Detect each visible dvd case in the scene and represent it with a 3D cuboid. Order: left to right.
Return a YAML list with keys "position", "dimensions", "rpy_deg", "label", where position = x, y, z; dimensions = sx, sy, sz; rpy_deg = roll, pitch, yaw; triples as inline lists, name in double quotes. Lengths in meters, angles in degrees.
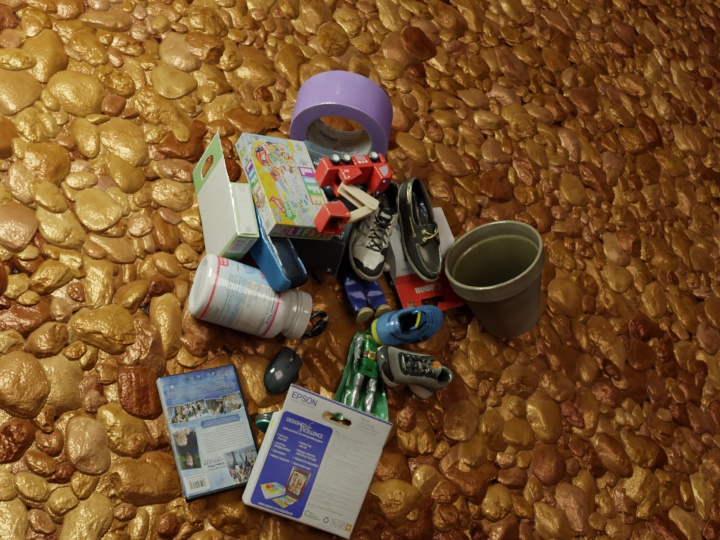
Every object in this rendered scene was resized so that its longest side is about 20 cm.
- position: [-0.242, 0.259, 1.454]
  dimensions: [0.140, 0.018, 0.204]
  rpy_deg: [-6, 68, -34]
  label: "dvd case"

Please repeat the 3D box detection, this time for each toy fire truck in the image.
- position: [-0.012, -0.139, 1.580]
  dimensions: [0.197, 0.049, 0.143]
  rpy_deg: [-9, 57, -38]
  label: "toy fire truck"

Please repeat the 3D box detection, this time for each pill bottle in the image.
- position: [-0.187, 0.051, 1.539]
  dimensions: [0.196, 0.109, 0.111]
  rpy_deg: [18, 57, -23]
  label: "pill bottle"

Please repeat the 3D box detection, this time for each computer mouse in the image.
- position: [-0.109, 0.139, 1.588]
  dimensions: [0.058, 0.034, 0.201]
  rpy_deg: [39, 52, -7]
  label: "computer mouse"

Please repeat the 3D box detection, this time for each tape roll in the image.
- position: [-0.036, -0.286, 1.749]
  dimensions: [0.197, 0.200, 0.087]
  rpy_deg: [22, 56, -19]
  label: "tape roll"

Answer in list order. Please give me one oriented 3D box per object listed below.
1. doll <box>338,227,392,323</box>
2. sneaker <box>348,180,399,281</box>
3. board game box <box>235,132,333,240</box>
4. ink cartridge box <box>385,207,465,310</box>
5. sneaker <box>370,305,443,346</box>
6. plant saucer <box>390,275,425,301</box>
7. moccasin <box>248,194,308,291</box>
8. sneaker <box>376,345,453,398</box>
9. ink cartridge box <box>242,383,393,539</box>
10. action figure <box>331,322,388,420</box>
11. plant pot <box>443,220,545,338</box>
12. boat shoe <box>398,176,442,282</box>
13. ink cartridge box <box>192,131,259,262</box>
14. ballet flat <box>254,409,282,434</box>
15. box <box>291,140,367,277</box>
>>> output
- position: [0.000, 0.000, 1.712]
  dimensions: [0.134, 0.049, 0.203]
  rpy_deg: [-6, 59, -26]
  label: "doll"
- position: [0.029, -0.082, 1.687]
  dimensions: [0.074, 0.088, 0.204]
  rpy_deg: [16, 61, -13]
  label: "sneaker"
- position: [-0.130, -0.147, 1.565]
  dimensions: [0.132, 0.034, 0.203]
  rpy_deg: [3, 53, -39]
  label: "board game box"
- position: [0.127, -0.021, 1.786]
  dimensions: [0.160, 0.057, 0.203]
  rpy_deg: [-10, 66, -34]
  label: "ink cartridge box"
- position: [0.108, 0.099, 1.676]
  dimensions: [0.198, 0.078, 0.067]
  rpy_deg: [-8, 79, -49]
  label: "sneaker"
- position: [0.115, -0.028, 1.823]
  dimensions: [0.069, 0.019, 0.202]
  rpy_deg: [33, 52, -12]
  label: "plant saucer"
- position: [-0.151, -0.044, 1.543]
  dimensions: [0.067, 0.081, 0.203]
  rpy_deg: [-4, 57, -36]
  label: "moccasin"
- position: [0.096, 0.175, 1.625]
  dimensions: [0.199, 0.078, 0.076]
  rpy_deg: [26, 47, -48]
  label: "sneaker"
- position: [-0.069, 0.309, 1.457]
  dimensions: [0.194, 0.047, 0.204]
  rpy_deg: [24, 84, -19]
  label: "ink cartridge box"
- position: [0.012, 0.180, 1.631]
  dimensions: [0.116, 0.055, 0.203]
  rpy_deg: [22, 52, -16]
  label: "action figure"
- position: [0.280, 0.032, 1.779]
  dimensions: [0.201, 0.196, 0.176]
  rpy_deg: [-56, 137, -38]
  label: "plant pot"
- position: [0.118, -0.081, 1.746]
  dimensions: [0.070, 0.060, 0.205]
  rpy_deg: [-8, 74, -33]
  label: "boat shoe"
- position: [-0.239, -0.117, 1.572]
  dimensions: [0.047, 0.145, 0.204]
  rpy_deg: [2, 64, -31]
  label: "ink cartridge box"
- position: [-0.088, 0.272, 1.511]
  dimensions: [0.198, 0.073, 0.074]
  rpy_deg: [32, 53, -18]
  label: "ballet flat"
- position: [-0.076, -0.117, 1.674]
  dimensions: [0.145, 0.108, 0.203]
  rpy_deg: [20, 55, 0]
  label: "box"
